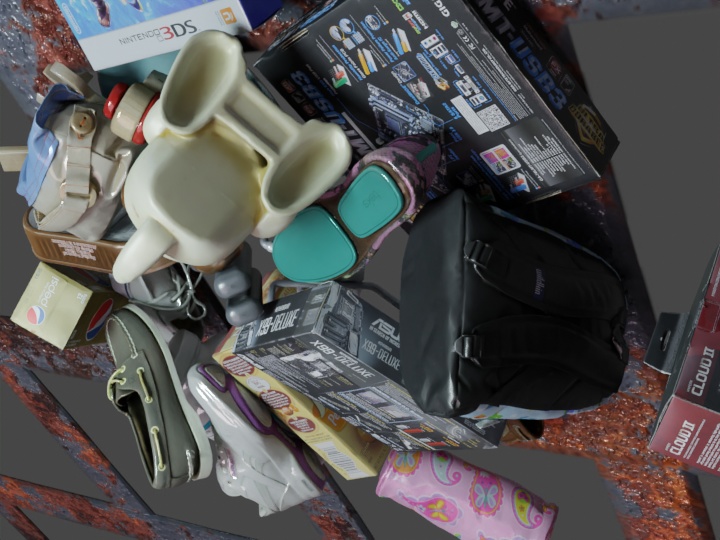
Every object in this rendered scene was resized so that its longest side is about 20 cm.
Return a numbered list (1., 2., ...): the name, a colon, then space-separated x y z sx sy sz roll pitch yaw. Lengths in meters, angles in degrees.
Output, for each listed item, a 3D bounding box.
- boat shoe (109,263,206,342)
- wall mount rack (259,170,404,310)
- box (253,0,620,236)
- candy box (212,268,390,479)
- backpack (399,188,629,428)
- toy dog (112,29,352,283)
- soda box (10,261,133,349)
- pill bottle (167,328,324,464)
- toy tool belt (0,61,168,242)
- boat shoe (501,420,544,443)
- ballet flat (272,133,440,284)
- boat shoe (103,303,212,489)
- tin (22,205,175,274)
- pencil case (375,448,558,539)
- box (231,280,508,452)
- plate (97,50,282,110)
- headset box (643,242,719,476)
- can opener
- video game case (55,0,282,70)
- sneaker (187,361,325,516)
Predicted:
1. boat shoe: -0.203 0.026 1.086 0.086 0.075 0.202 14 148 14
2. wall mount rack: 0.000 0.000 0.908 0.173 0.075 0.200 2 143 -1
3. box: 0.050 -0.123 0.735 0.200 0.050 0.198 47 145 -19
4. candy box: -0.040 0.103 1.021 0.200 0.116 0.055 46 142 -20
5. backpack: 0.121 0.039 0.777 0.199 0.164 0.154 7 169 -27
6. toy dog: -0.115 -0.057 0.779 0.139 0.195 0.200 30 167 -12
7. soda box: -0.295 0.036 1.089 0.064 0.068 0.200 28 -179 3
8. pill bottle: -0.125 0.140 1.107 0.199 0.111 0.111 32 147 -20
9. toy tool belt: -0.248 -0.114 0.869 0.122 0.125 0.200 29 145 -10
10. boat shoe: 0.130 0.094 0.928 0.073 0.076 0.200 6 146 24
11. ballet flat: 0.002 -0.045 0.768 0.069 0.071 0.200 54 145 1
12. boat shoe: -0.214 0.122 1.009 0.202 0.060 0.072 59 142 22
13. tin: -0.243 -0.049 0.996 0.199 0.112 0.042 8 127 28
14. pencil case: 0.115 0.251 1.119 0.199 0.088 0.088 25 145 11
15. box: 0.007 0.090 0.875 0.200 0.050 0.157 34 155 -20
16. plate: -0.139 -0.136 0.884 0.199 0.026 0.201 20 143 16
17. headset box: 0.301 0.078 0.704 0.199 0.149 0.075 20 144 14
18. can opener: -0.126 0.006 0.932 0.067 0.200 0.054 -21 106 0
19. video game case: -0.173 -0.254 0.728 0.181 0.045 0.201 -3 124 38
20. sneaker: -0.121 0.179 1.022 0.099 0.075 0.200 -31 116 11
